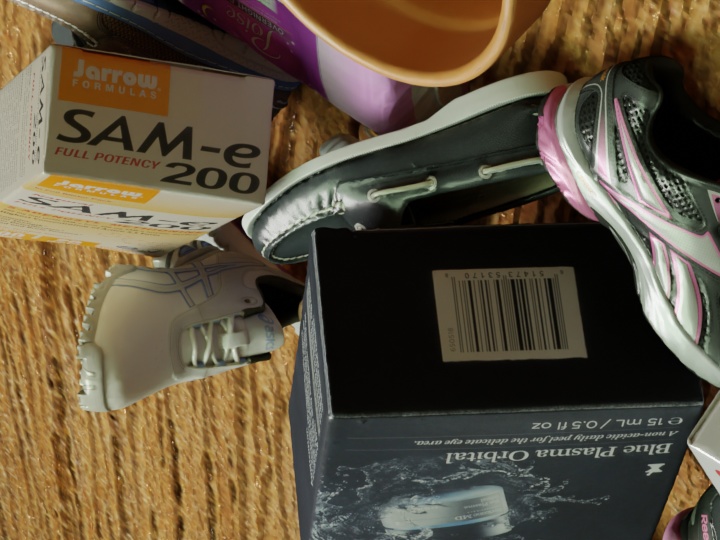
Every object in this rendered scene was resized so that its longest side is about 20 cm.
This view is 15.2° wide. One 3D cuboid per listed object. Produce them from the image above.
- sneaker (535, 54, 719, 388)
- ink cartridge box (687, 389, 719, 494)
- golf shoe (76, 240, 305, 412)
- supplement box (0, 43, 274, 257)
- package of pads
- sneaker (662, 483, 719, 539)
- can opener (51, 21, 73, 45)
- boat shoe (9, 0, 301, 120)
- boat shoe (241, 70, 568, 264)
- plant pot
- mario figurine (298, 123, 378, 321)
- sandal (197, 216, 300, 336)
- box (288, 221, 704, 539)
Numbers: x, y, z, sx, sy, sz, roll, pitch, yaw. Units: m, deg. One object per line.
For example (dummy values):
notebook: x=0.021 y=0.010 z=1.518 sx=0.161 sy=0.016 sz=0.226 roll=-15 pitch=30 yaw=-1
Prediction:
sneaker: x=0.175 y=-0.022 z=1.347 sx=0.200 sy=0.080 sz=0.086 roll=47 pitch=139 yaw=-10
ink cartridge box: x=0.259 y=0.121 z=1.321 sx=0.144 sy=0.084 sz=0.200 roll=29 pitch=167 yaw=33
golf shoe: x=-0.096 y=0.031 z=1.593 sx=0.097 sy=0.200 sz=0.079 roll=7 pitch=112 yaw=21
supplement box: x=-0.139 y=-0.061 z=1.498 sx=0.200 sy=0.126 sz=0.074 roll=157 pitch=118 yaw=-68
package of pads: x=-0.030 y=-0.165 z=1.459 sx=0.200 sy=0.076 sz=0.121 roll=35 pitch=149 yaw=26
sneaker: x=0.257 y=0.183 z=1.490 sx=0.200 sy=0.079 sz=0.096 roll=39 pitch=139 yaw=16
can opener: x=-0.144 y=-0.139 z=1.676 sx=0.200 sy=0.053 sz=0.067 roll=-8 pitch=118 yaw=57
boat shoe: x=-0.130 y=-0.129 z=1.544 sx=0.199 sy=0.072 sz=0.073 roll=21 pitch=111 yaw=-15
boat shoe: x=0.027 y=-0.040 z=1.432 sx=0.200 sy=0.076 sz=0.061 roll=-26 pitch=69 yaw=26
plant pot: x=0.036 y=-0.206 z=1.247 sx=0.200 sy=0.140 sz=0.200 roll=34 pitch=149 yaw=24
mario figurine: x=0.000 y=0.000 z=1.576 sx=0.106 sy=0.124 sz=0.200 roll=24 pitch=142 yaw=9
sandal: x=-0.073 y=-0.027 z=1.723 sx=0.203 sy=0.050 sz=0.082 roll=48 pitch=169 yaw=-24
box: x=0.067 y=0.074 z=1.456 sx=0.200 sy=0.196 sz=0.118 roll=99 pitch=168 yaw=-58
